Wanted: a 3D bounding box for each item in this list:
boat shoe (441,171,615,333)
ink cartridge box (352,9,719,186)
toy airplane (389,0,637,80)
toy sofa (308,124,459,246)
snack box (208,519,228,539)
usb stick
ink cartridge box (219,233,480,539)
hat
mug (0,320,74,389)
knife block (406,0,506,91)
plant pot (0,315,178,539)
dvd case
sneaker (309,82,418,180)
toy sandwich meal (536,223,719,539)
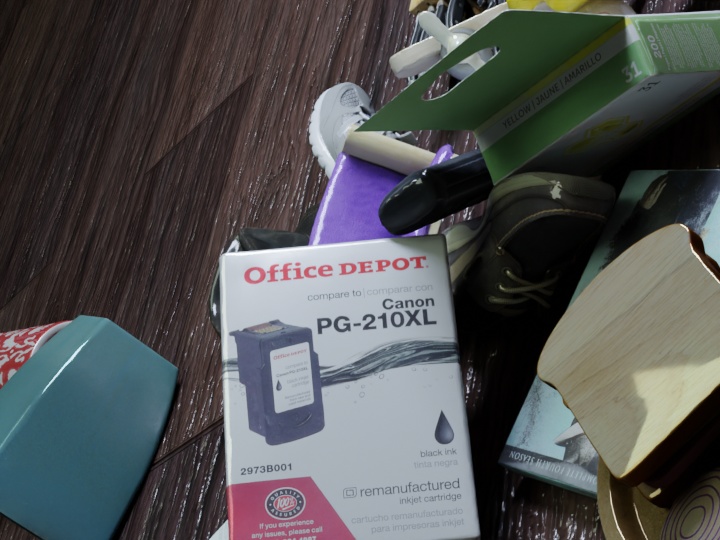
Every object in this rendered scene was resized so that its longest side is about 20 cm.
[{"bbox_3d":[0.105,-0.005,1.073,0.200,0.074,0.074,136,139,-68],"label":"boat shoe"},{"bbox_3d":[0.116,-0.100,1.007,0.145,0.199,0.048,-35,71,45],"label":"ink cartridge box"},{"bbox_3d":[0.139,-0.181,1.098,0.200,0.198,0.142,-52,49,42],"label":"toy airplane"},{"bbox_3d":[0.000,0.000,1.175,0.098,0.082,0.201,112,177,-66],"label":"toy sofa"},{"bbox_3d":[-0.080,0.251,1.199,0.116,0.037,0.200,-48,26,26],"label":"snack box"},{"bbox_3d":[0.071,-0.059,1.113,0.055,0.033,0.200,-31,-3,29],"label":"usb stick"},{"bbox_3d":[-0.009,0.086,1.029,0.084,0.144,0.201,84,-179,-61],"label":"ink cartridge box"},{"bbox_3d":[-0.077,0.016,1.400,0.201,0.081,0.201,-52,24,36],"label":"hat"},{"bbox_3d":[-0.329,0.137,1.787,0.133,0.178,0.200,-32,9,-36],"label":"mug"},{"bbox_3d":[0.080,-0.227,1.384,0.176,0.064,0.200,-58,23,6],"label":"knife block"},{"bbox_3d":[-0.270,0.148,1.592,0.201,0.141,0.141,-59,22,-14],"label":"plant pot"},{"bbox_3d":[0.160,0.034,0.972,0.201,0.022,0.146,-65,23,-8],"label":"dvd case"},{"bbox_3d":[0.017,-0.088,1.365,0.082,0.075,0.201,-42,40,24],"label":"sneaker"},{"bbox_3d":[0.170,0.063,0.825,0.205,0.070,0.206,-36,38,34],"label":"toy sandwich meal"}]
